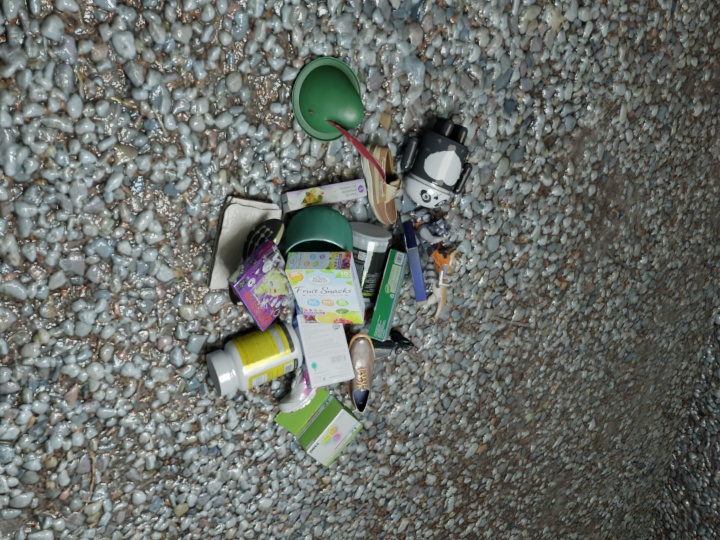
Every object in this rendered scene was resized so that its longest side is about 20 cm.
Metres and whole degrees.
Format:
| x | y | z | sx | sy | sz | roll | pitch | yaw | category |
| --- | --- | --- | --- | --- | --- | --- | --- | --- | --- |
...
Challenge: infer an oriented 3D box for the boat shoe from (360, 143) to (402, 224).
| x | y | z | sx | sy | sz | roll | pitch | yaw | category |
| --- | --- | --- | --- | --- | --- | --- | --- | --- | --- |
| 0.057 | -0.192 | 1.447 | 0.077 | 0.070 | 0.204 | -60 | 142 | -42 | boat shoe |

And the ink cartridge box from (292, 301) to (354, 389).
| x | y | z | sx | sy | sz | roll | pitch | yaw | category |
| --- | --- | --- | --- | --- | --- | --- | --- | --- | --- |
| -0.092 | 0.169 | 1.509 | 0.116 | 0.042 | 0.207 | -7 | 78 | -30 | ink cartridge box |

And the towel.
| x | y | z | sx | sy | sz | roll | pitch | yaw | category |
| --- | --- | --- | --- | --- | --- | --- | --- | --- | --- |
| -0.246 | -0.052 | 1.347 | 0.129 | 0.034 | 0.206 | 4 | 110 | -35 | towel |

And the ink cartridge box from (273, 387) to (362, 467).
| x | y | z | sx | sy | sz | roll | pitch | yaw | category |
| --- | --- | --- | --- | --- | --- | --- | --- | --- | --- |
| -0.108 | 0.394 | 1.637 | 0.148 | 0.075 | 0.200 | -47 | 131 | -5 | ink cartridge box |

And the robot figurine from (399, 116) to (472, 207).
| x | y | z | sx | sy | sz | roll | pitch | yaw | category |
| --- | --- | --- | --- | --- | --- | --- | --- | --- | --- |
| 0.179 | -0.249 | 1.483 | 0.205 | 0.147 | 0.124 | -67 | 164 | 11 | robot figurine |

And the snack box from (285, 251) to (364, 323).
| x | y | z | sx | sy | sz | roll | pitch | yaw | category |
| --- | --- | --- | --- | --- | --- | --- | --- | --- | --- |
| -0.072 | 0.041 | 1.367 | 0.137 | 0.054 | 0.203 | -1 | 143 | 9 | snack box |

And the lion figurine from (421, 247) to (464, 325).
| x | y | z | sx | sy | sz | roll | pitch | yaw | category |
| --- | --- | --- | --- | --- | --- | --- | --- | --- | --- |
| 0.212 | 0.041 | 1.694 | 0.122 | 0.071 | 0.204 | -38 | 150 | -48 | lion figurine |

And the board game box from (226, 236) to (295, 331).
| x | y | z | sx | sy | sz | roll | pitch | yaw | category |
| --- | --- | --- | --- | --- | --- | --- | --- | --- | --- |
| -0.196 | 0.033 | 1.309 | 0.120 | 0.032 | 0.202 | -44 | 152 | -15 | board game box |

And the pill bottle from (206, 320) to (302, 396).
| x | y | z | sx | sy | sz | roll | pitch | yaw | category |
| --- | --- | --- | --- | --- | --- | --- | --- | --- | --- |
| -0.239 | 0.198 | 1.425 | 0.195 | 0.114 | 0.118 | -19 | 123 | -25 | pill bottle |

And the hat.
| x | y | z | sx | sy | sz | roll | pitch | yaw | category |
| --- | --- | --- | --- | --- | --- | --- | --- | --- | --- |
| -0.020 | -0.319 | 1.276 | 0.197 | 0.175 | 0.169 | 27 | 97 | -40 | hat |

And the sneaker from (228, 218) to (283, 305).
| x | y | z | sx | sy | sz | roll | pitch | yaw | category |
| --- | --- | --- | --- | --- | --- | --- | --- | --- | --- |
| -0.205 | -0.017 | 1.338 | 0.087 | 0.077 | 0.203 | 12 | 113 | -50 | sneaker |

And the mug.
| x | y | z | sx | sy | sz | roll | pitch | yaw | category |
| --- | --- | --- | --- | --- | --- | --- | --- | --- | --- |
| -0.101 | -0.059 | 1.385 | 0.182 | 0.117 | 0.151 | -24 | 136 | 31 | mug |

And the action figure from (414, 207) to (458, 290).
| x | y | z | sx | sy | sz | roll | pitch | yaw | category |
| --- | --- | --- | --- | --- | --- | --- | --- | --- | --- |
| 0.179 | -0.064 | 1.553 | 0.102 | 0.199 | 0.200 | -21 | 169 | 9 | action figure |

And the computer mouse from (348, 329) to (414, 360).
| x | y | z | sx | sy | sz | roll | pitch | yaw | category |
| --- | --- | --- | --- | --- | --- | --- | --- | --- | --- |
| 0.030 | 0.195 | 1.621 | 0.194 | 0.138 | 0.054 | -20 | 102 | -10 | computer mouse |

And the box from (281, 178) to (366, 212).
| x | y | z | sx | sy | sz | roll | pitch | yaw | category |
| --- | --- | --- | --- | --- | --- | --- | --- | --- | --- |
| -0.079 | -0.166 | 1.396 | 0.195 | 0.041 | 0.040 | -15 | 95 | -29 | box |

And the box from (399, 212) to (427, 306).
| x | y | z | sx | sy | sz | roll | pitch | yaw | category |
| --- | --- | --- | --- | --- | --- | --- | --- | --- | --- |
| 0.131 | -0.031 | 1.564 | 0.031 | 0.123 | 0.205 | -12 | 123 | 5 | box |

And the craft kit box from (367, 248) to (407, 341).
| x | y | z | sx | sy | sz | roll | pitch | yaw | category |
| --- | --- | --- | --- | --- | --- | --- | --- | --- | --- |
| 0.068 | 0.062 | 1.505 | 0.197 | 0.047 | 0.206 | 40 | 65 | -80 | craft kit box |

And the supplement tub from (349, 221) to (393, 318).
| x | y | z | sx | sy | sz | roll | pitch | yaw | category |
| --- | --- | --- | --- | --- | --- | --- | --- | --- | --- |
| 0.000 | 0.000 | 1.486 | 0.119 | 0.122 | 0.206 | 1 | 112 | -34 | supplement tub |

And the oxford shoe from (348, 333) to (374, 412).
| x | y | z | sx | sy | sz | roll | pitch | yaw | category |
| --- | --- | --- | --- | --- | --- | --- | --- | --- | --- |
| 0.006 | 0.249 | 1.536 | 0.069 | 0.073 | 0.206 | -5 | 117 | -7 | oxford shoe |

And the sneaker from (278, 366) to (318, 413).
| x | y | z | sx | sy | sz | roll | pitch | yaw | category |
| --- | --- | --- | --- | --- | --- | --- | --- | --- | --- |
| -0.134 | 0.260 | 1.554 | 0.200 | 0.081 | 0.089 | -44 | 102 | -5 | sneaker |
